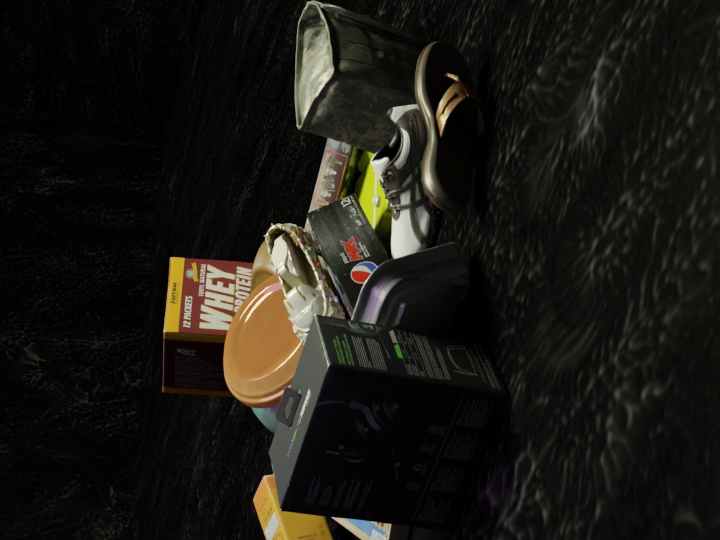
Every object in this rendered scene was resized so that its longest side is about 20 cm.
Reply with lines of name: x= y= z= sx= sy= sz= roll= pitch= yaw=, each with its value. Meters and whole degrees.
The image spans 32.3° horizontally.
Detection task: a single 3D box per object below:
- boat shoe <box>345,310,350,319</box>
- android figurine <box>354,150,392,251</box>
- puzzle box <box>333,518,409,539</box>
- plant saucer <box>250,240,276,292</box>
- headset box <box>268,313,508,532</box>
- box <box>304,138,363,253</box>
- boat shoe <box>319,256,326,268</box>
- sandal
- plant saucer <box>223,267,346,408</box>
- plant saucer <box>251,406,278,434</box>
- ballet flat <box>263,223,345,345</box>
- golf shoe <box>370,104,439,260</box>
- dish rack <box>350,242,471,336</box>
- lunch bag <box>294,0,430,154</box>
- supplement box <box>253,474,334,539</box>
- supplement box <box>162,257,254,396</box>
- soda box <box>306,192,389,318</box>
boat shoe: x=0.012 y=0.093 z=1.497 sx=0.200 sy=0.071 sz=0.068 roll=-124 pitch=45 yaw=-71
android figurine: x=0.022 y=-0.088 z=1.631 sx=0.200 sy=0.041 sz=0.184 roll=129 pitch=148 yaw=-62
puzzle box: x=0.012 y=0.240 z=1.446 sx=0.200 sy=0.025 sz=0.135 roll=-169 pitch=89 yaw=-67
plant saucer: x=-0.102 y=0.054 z=1.766 sx=0.200 sy=0.035 sz=0.202 roll=40 pitch=145 yaw=36
headset box: x=0.017 y=0.151 z=1.219 sx=0.093 sy=0.197 sz=0.176 roll=-110 pitch=34 yaw=-58
box: x=-0.025 y=-0.135 z=1.720 sx=0.137 sy=0.039 sz=0.202 roll=-46 pitch=-27 yaw=-71
boat shoe: x=-0.067 y=0.021 z=1.822 sx=0.200 sy=0.071 sz=0.060 roll=39 pitch=158 yaw=58
sandal: x=0.102 y=-0.160 z=1.345 sx=0.054 sy=0.081 sz=0.202 roll=-29 pitch=49 yaw=48
plant saucer: x=-0.104 y=0.077 z=1.579 sx=0.199 sy=0.037 sz=0.202 roll=-27 pitch=44 yaw=29
plant saucer: x=-0.119 y=0.122 z=1.676 sx=0.200 sy=0.036 sz=0.203 roll=-176 pitch=90 yaw=-69
ballet flat: x=-0.073 y=0.022 z=1.506 sx=0.075 sy=0.064 sz=0.201 roll=-39 pitch=52 yaw=17
golf shoe: x=0.048 y=-0.098 z=1.454 sx=0.078 sy=0.093 sz=0.203 roll=-136 pitch=56 yaw=-69
dish rack: x=0.045 y=0.075 z=1.298 sx=0.043 sy=0.171 sz=0.202 roll=34 pitch=120 yaw=30
lunch bag: x=0.008 y=-0.249 z=1.538 sx=0.118 sy=0.162 sz=0.201 roll=-54 pitch=31 yaw=37
supplement box: x=-0.068 y=0.348 z=1.524 sx=0.201 sy=0.066 sz=0.069 roll=66 pitch=146 yaw=34
supplement box: x=-0.209 y=0.094 z=1.962 sx=0.201 sy=0.194 sz=0.134 roll=104 pitch=168 yaw=-57
soda box: x=0.000 y=0.000 z=1.492 sx=0.201 sy=0.070 sz=0.064 roll=-116 pitch=6 yaw=-45
